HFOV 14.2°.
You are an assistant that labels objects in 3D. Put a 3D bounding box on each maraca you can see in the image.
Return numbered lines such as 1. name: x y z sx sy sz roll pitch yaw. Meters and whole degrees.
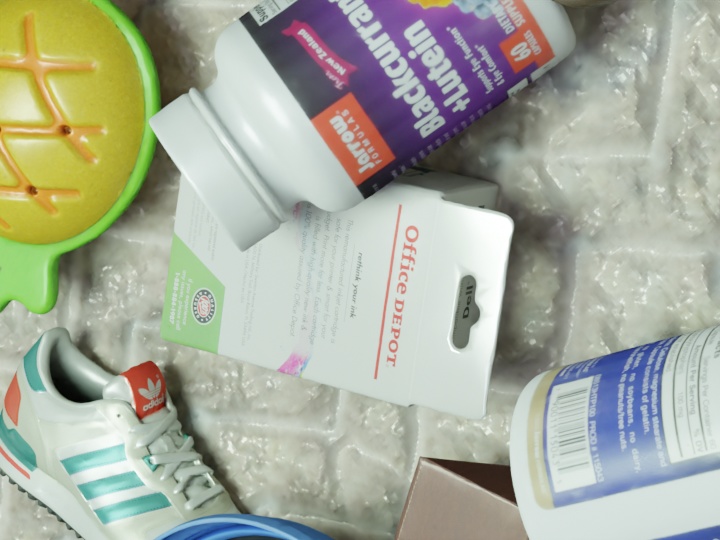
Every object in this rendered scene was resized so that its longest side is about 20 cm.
1. maraca: -0.183 -0.067 1.594 0.137 0.107 0.200 39 114 19

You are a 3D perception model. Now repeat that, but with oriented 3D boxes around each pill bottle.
1. pill bottle: -0.002 -0.100 1.442 0.200 0.111 0.111 -36 78 1
2. pill bottle: 0.185 0.085 1.401 0.200 0.120 0.120 -16 89 30

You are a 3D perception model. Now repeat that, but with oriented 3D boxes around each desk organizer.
1. desk organizer: 0.052 0.195 1.521 0.077 0.072 0.200 25 109 27

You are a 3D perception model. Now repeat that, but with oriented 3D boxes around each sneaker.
1. sneaker: -0.121 0.106 1.605 0.200 0.070 0.093 33 118 24

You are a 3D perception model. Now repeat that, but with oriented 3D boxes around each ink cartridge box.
1. ink cartridge box: 0.000 0.000 1.523 0.200 0.067 0.117 15 103 28

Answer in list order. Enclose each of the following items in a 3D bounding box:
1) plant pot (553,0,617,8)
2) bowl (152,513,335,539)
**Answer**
1. plant pot: 0.159 -0.224 1.340 0.198 0.200 0.200 -18 88 38
2. bowl: -0.052 0.225 1.523 0.200 0.039 0.201 5 100 31
